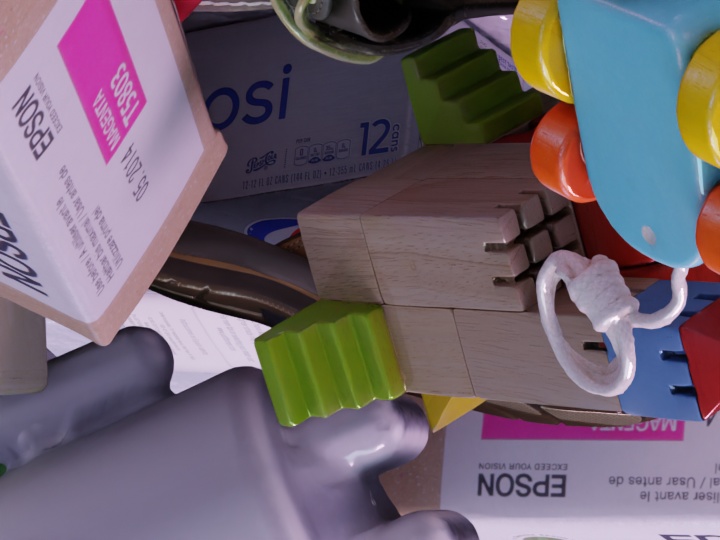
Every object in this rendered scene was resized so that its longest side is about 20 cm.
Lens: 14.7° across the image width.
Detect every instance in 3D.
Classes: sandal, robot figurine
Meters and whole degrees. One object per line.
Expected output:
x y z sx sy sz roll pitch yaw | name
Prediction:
0.000 0.000 0.838 0.199 0.055 0.082 20 173 4 | sandal
-0.064 0.105 0.866 0.199 0.170 0.113 -24 168 8 | robot figurine

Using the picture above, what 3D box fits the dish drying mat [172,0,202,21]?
-0.096 -0.081 0.801 0.077 0.018 0.200 38 162 -9 | dish drying mat

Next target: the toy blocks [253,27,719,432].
0.086 -0.019 0.732 0.136 0.100 0.200 3 -155 47 | toy blocks

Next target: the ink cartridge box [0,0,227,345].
-0.133 -0.073 0.716 0.164 0.075 0.200 25 163 14 | ink cartridge box

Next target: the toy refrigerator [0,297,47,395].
-0.186 0.004 0.902 0.199 0.076 0.070 -4 178 44 | toy refrigerator

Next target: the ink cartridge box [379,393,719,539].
0.128 0.069 0.944 0.199 0.075 0.165 -1 162 29 | ink cartridge box

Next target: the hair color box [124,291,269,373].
0.014 -0.001 1.010 0.199 0.061 0.100 2 162 9 | hair color box

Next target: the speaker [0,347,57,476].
-0.165 0.035 0.988 0.088 0.089 0.200 20 -170 -39 | speaker

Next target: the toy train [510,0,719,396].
0.039 -0.078 0.626 0.056 0.200 0.150 -29 175 -24 | toy train

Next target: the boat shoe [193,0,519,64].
0.007 -0.090 0.735 0.201 0.061 0.072 -5 160 36 | boat shoe

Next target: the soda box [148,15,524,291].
-0.048 -0.037 0.914 0.199 0.064 0.068 -8 157 33 | soda box
